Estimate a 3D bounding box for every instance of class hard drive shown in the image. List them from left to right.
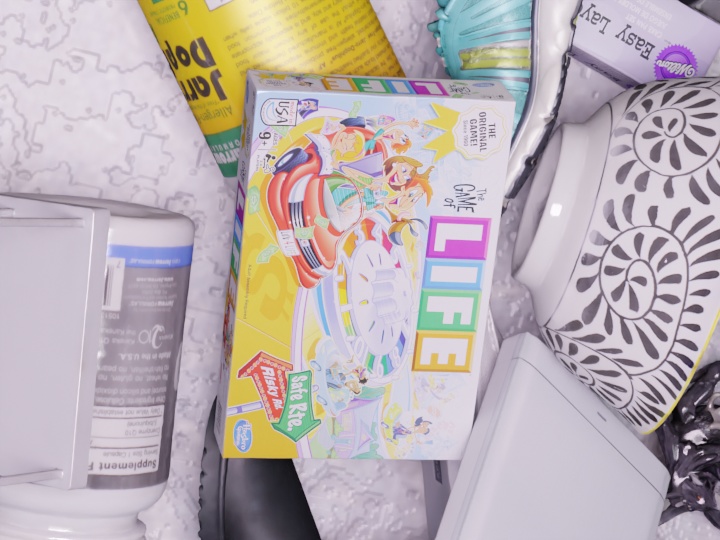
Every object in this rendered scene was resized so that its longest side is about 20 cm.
[{"bbox_3d":[0.096,0.149,1.258,0.132,0.027,0.201,44,47,-25],"label":"hard drive"}]

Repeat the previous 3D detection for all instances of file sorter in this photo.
[{"bbox_3d":[-0.243,0.028,1.187,0.199,0.124,0.140,8,96,32],"label":"file sorter"}]

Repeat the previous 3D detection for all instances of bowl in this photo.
[{"bbox_3d":[0.137,-0.024,1.272,0.094,0.201,0.202,18,93,-4],"label":"bowl"}]

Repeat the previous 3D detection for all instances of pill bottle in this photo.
[{"bbox_3d":[-0.153,0.065,1.269,0.113,0.114,0.202,6,96,-12],"label":"pill bottle"},{"bbox_3d":[-0.039,-0.106,1.271,0.112,0.113,0.201,-27,102,-7],"label":"pill bottle"}]

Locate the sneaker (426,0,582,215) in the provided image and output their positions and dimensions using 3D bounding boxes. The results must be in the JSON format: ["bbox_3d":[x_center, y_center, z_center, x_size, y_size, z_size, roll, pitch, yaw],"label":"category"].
[{"bbox_3d":[0.073,-0.119,1.277,0.079,0.078,0.201,12,94,4],"label":"sneaker"}]

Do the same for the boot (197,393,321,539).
[{"bbox_3d":[-0.005,0.164,1.310,0.161,0.073,0.200,2,104,10],"label":"boot"}]

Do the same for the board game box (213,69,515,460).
[{"bbox_3d":[0.000,0.000,1.234,0.133,0.034,0.201,1,112,-13],"label":"board game box"}]

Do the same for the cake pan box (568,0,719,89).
[{"bbox_3d":[0.142,-0.211,1.327,0.199,0.052,0.185,29,93,-13],"label":"cake pan box"}]

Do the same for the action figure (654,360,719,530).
[{"bbox_3d":[0.241,0.088,1.359,0.200,0.102,0.119,-37,114,-6],"label":"action figure"}]

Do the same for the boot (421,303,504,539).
[{"bbox_3d":[0.084,0.075,1.347,0.095,0.074,0.201,-9,107,-16],"label":"boot"}]
